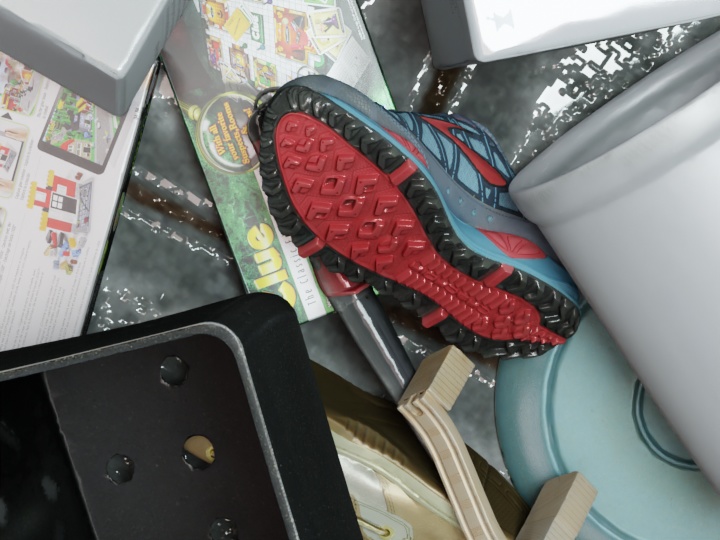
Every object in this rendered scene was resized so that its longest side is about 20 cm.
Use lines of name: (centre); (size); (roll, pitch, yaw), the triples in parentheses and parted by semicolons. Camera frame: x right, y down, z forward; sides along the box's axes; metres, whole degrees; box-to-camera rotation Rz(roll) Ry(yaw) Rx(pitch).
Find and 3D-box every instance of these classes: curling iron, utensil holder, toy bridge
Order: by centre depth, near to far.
utensil holder: (0.191, 0.000, 1.030); (0.170, 0.170, 0.200); (-33, 98, 1)
toy bridge: (0.090, 0.128, 1.080); (0.200, 0.027, 0.067); (46, 50, -17)
curling iron: (0.000, 0.000, 1.085); (0.049, 0.026, 0.201); (-23, 87, -3)

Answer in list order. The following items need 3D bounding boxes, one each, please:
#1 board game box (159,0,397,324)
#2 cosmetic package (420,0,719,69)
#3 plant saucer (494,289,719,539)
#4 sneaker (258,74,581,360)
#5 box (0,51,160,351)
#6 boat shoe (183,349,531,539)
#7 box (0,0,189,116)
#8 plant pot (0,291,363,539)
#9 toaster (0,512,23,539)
board game box: (-0.035, -0.077, 1.112); (0.104, 0.023, 0.201); (-19, 94, -2)
cosmetic package: (0.081, -0.201, 1.018); (0.122, 0.200, 0.200); (-11, 95, -1)
plant saucer: (0.168, 0.066, 1.128); (0.199, 0.027, 0.201); (0, 94, -1)
sneaker: (0.024, -0.038, 1.063); (0.079, 0.096, 0.200); (-28, 131, 29)
box: (-0.177, -0.022, 1.106); (0.110, 0.035, 0.201); (16, 94, -3)
boat shoe: (-0.001, 0.102, 1.109); (0.200, 0.074, 0.067); (32, 111, -7)
box: (-0.127, -0.200, 1.039); (0.152, 0.106, 0.201); (30, 82, -2)
plant pot: (-0.094, 0.111, 0.990); (0.199, 0.177, 0.201); (-13, 101, 17)
toaster: (-0.241, 0.136, 1.050); (0.200, 0.114, 0.129); (-37, 127, -12)
